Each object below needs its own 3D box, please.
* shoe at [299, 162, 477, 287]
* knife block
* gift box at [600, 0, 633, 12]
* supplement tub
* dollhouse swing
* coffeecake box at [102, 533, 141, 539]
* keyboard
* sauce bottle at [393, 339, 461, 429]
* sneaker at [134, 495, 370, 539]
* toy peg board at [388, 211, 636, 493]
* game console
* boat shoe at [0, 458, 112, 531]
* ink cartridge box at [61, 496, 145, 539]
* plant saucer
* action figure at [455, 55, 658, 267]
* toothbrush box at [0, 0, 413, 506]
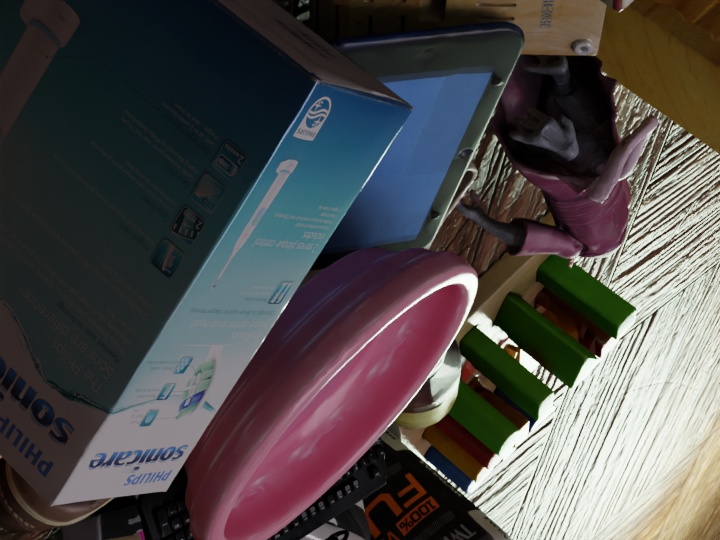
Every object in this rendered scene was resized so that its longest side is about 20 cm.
[{"bbox_3d":[0.000,0.000,1.027,0.200,0.053,0.070,-57,157,14],"label":"shoe"},{"bbox_3d":[0.073,-0.195,0.885,0.200,0.176,0.064,0,144,-1],"label":"knife block"},{"bbox_3d":[0.105,-0.240,0.697,0.185,0.187,0.200,-46,157,-13],"label":"gift box"},{"bbox_3d":[0.022,0.192,1.166,0.122,0.200,0.123,-40,155,-24],"label":"supplement tub"},{"bbox_3d":[0.257,-0.168,1.059,0.176,0.200,0.182,-48,156,-5],"label":"dollhouse swing"},{"bbox_3d":[-0.209,0.223,0.865,0.200,0.073,0.154,-5,135,-27],"label":"coffeecake box"},{"bbox_3d":[-0.039,0.137,0.975,0.200,0.040,0.104,-25,106,-48],"label":"keyboard"},{"bbox_3d":[0.036,0.065,1.121,0.066,0.066,0.200,-48,173,-7],"label":"sauce bottle"},{"bbox_3d":[-0.071,0.114,1.054,0.073,0.112,0.200,-27,136,25],"label":"sneaker"},{"bbox_3d":[0.122,0.089,1.326,0.200,0.098,0.199,-42,155,-19],"label":"toy peg board"},{"bbox_3d":[-0.010,-0.019,0.855,0.200,0.118,0.171,112,-6,-52],"label":"game console"},{"bbox_3d":[-0.123,0.078,0.922,0.202,0.075,0.075,-28,173,-47],"label":"boat shoe"},{"bbox_3d":[-0.130,0.235,1.020,0.095,0.037,0.200,-6,94,-59],"label":"ink cartridge box"},{"bbox_3d":[-0.023,0.061,0.887,0.201,0.051,0.201,-43,164,-16],"label":"plant saucer"},{"bbox_3d":[0.149,-0.065,1.103,0.134,0.149,0.200,-49,144,-18],"label":"action figure"},{"bbox_3d":[-0.099,-0.028,0.693,0.200,0.146,0.085,-57,156,13],"label":"toothbrush box"}]
